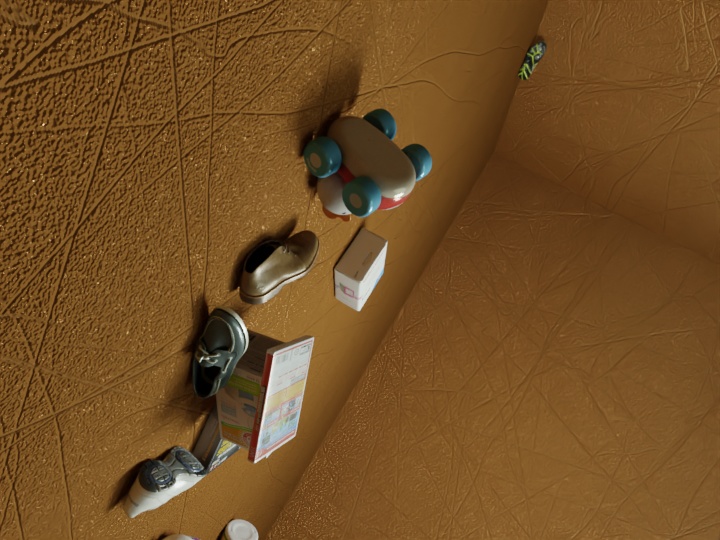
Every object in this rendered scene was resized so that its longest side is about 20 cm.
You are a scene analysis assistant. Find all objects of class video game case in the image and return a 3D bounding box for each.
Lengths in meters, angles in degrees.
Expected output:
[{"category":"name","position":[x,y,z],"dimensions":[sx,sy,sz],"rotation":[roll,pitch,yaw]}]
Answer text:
[{"category":"video game case","position":[-0.139,0.223,1.034],"dimensions":[0.143,0.017,0.202],"rotation":[-11,113,-66]}]

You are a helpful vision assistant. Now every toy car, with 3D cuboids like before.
[{"category":"toy car","position":[-0.009,-0.147,1.021],"dimensions":[0.184,0.177,0.200],"rotation":[-38,169,-38]}]

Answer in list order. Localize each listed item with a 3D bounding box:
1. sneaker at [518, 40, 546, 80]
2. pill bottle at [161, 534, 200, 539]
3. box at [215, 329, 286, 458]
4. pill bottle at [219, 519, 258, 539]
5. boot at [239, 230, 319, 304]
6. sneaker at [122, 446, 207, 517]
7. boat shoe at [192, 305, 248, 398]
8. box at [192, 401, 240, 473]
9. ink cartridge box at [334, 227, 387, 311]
[{"category":"sneaker","position":[0.828,-1.024,2.808],"dimensions":[0.077,0.075,0.200],"rotation":[-61,-179,-41]},{"category":"pill bottle","position":[-0.403,0.647,1.286],"dimensions":[0.113,0.112,0.200],"rotation":[-56,168,-24]},{"category":"box","position":[-0.195,0.228,1.079],"dimensions":[0.101,0.112,0.202],"rotation":[-46,146,-52]},{"category":"pill bottle","position":[-0.417,0.918,1.870],"dimensions":[0.201,0.110,0.111],"rotation":[-64,168,13]},{"category":"boot","position":[-0.131,-0.026,0.995],"dimensions":[0.200,0.073,0.076],"rotation":[-46,152,-45]},{"category":"sneaker","position":[-0.347,0.372,1.027],"dimensions":[0.087,0.074,0.200],"rotation":[-50,163,5]},{"category":"boat shoe","position":[-0.230,0.136,0.926],"dimensions":[0.062,0.072,0.201],"rotation":[-54,172,-46]},{"category":"box","position":[-0.273,0.328,1.253],"dimensions":[0.159,0.048,0.200],"rotation":[-63,169,10]},{"category":"ink cartridge box","position":[0.000,0.000,1.572],"dimensions":[0.145,0.084,0.200],"rotation":[-57,169,-22]}]
